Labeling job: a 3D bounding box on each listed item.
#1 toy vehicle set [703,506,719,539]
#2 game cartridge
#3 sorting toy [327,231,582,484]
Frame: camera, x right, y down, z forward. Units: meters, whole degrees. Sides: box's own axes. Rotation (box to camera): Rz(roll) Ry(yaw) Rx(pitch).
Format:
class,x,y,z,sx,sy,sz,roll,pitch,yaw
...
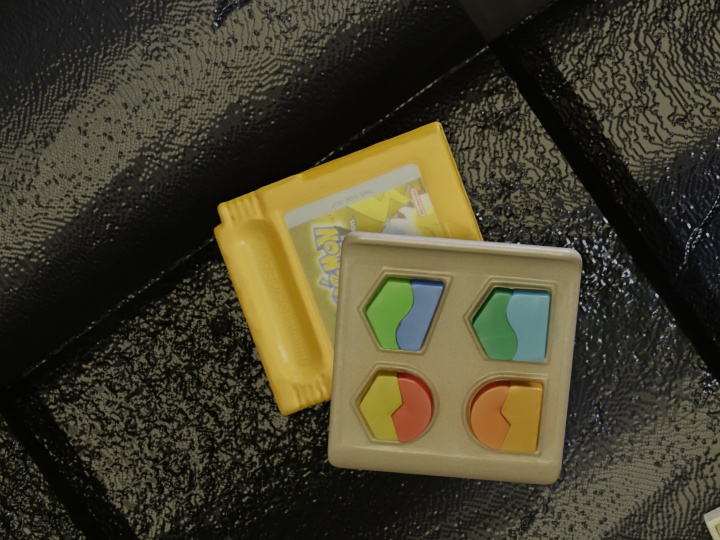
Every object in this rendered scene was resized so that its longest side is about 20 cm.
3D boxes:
class,x,y,z,sx,sy,sz,roll,pitch,yaw
toy vehicle set,0.366,0.254,1.457,0.124,0.027,0.201,-26,92,10
game cartridge,0.000,0.000,1.475,0.199,0.032,0.177,-21,93,8
sorting toy,0.071,0.072,1.443,0.183,0.037,0.202,4,110,1
